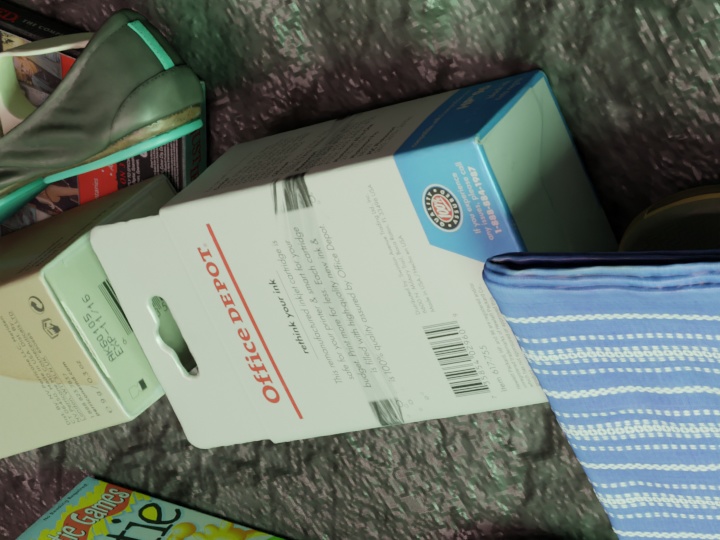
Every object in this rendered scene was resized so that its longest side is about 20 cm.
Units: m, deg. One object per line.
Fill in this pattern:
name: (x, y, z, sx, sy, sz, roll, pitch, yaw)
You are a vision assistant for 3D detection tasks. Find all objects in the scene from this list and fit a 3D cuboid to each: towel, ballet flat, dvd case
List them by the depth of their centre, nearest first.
towel: (0.139, 0.065, 0.948, 0.145, 0.024, 0.200, 0, 136, 32)
ballet flat: (-0.147, -0.059, 1.114, 0.200, 0.068, 0.068, -25, 93, 36)
dvd case: (-0.155, -0.056, 1.180, 0.200, 0.022, 0.146, 21, 132, 25)

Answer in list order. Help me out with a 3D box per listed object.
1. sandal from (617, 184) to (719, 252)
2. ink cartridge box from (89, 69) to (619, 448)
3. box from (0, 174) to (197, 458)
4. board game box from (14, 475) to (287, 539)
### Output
sandal: (0.181, 0.032, 0.943, 0.200, 0.054, 0.080, 31, 135, 18)
ink cartridge box: (0.000, 0.000, 1.042, 0.200, 0.068, 0.116, -11, 112, 35)
box: (-0.157, 0.032, 1.163, 0.200, 0.095, 0.078, -18, 108, 44)
board game box: (-0.078, 0.190, 1.237, 0.200, 0.105, 0.103, 13, 127, 31)
